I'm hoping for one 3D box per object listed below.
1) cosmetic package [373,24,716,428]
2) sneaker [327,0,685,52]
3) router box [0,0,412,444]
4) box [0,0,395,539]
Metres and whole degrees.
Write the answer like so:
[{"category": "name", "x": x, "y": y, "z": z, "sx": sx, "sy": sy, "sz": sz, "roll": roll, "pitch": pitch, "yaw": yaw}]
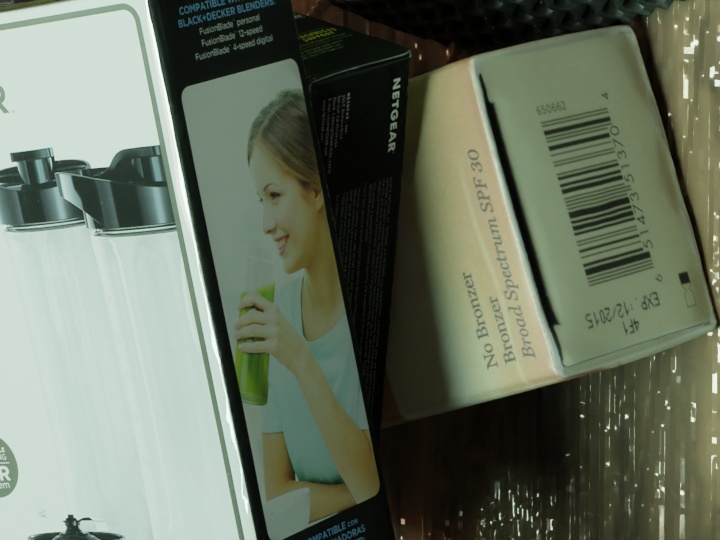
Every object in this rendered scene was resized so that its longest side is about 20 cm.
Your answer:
[{"category": "cosmetic package", "x": 0.000, "y": 0.000, "z": 0.916, "sx": 0.200, "sy": 0.087, "sz": 0.103, "roll": -19, "pitch": 87, "yaw": 42}, {"category": "sneaker", "x": 0.069, "y": -0.129, "z": 0.868, "sx": 0.200, "sy": 0.070, "sz": 0.093, "roll": -14, "pitch": 66, "yaw": 45}, {"category": "router box", "x": -0.063, "y": 0.013, "z": 0.876, "sx": 0.149, "sy": 0.051, "sz": 0.200, "roll": 21, "pitch": 116, "yaw": 35}, {"category": "box", "x": -0.063, "y": 0.021, "z": 0.801, "sx": 0.117, "sy": 0.060, "sz": 0.200, "roll": -3, "pitch": 100, "yaw": 39}]
